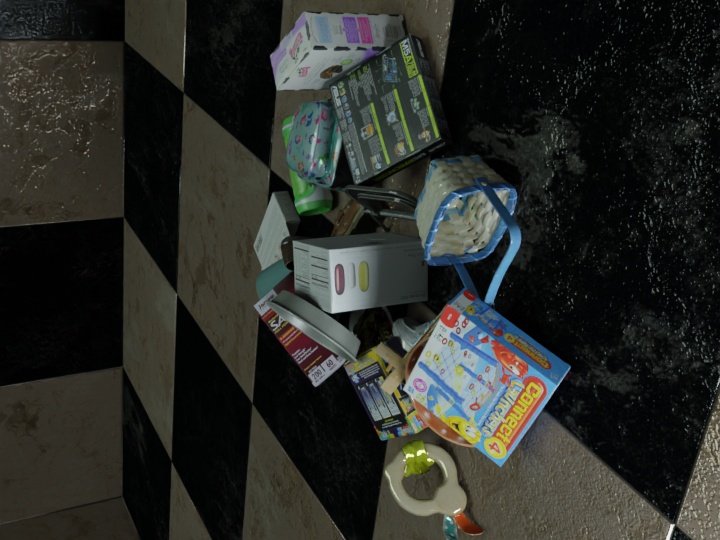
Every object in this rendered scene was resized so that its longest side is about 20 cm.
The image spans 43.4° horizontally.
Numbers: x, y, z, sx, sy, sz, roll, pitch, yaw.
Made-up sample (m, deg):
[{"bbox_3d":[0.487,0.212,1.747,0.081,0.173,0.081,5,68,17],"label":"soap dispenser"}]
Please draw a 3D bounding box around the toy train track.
[{"bbox_3d":[0.101,0.127,1.513,0.114,0.033,0.201,37,114,-1],"label":"toy train track"}]

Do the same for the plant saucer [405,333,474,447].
[{"bbox_3d":[0.165,0.188,1.457,0.198,0.032,0.203,14,117,29],"label":"plant saucer"}]

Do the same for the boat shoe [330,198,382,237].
[{"bbox_3d":[-0.014,-0.089,1.778,0.200,0.071,0.069,-48,50,44],"label":"boat shoe"}]

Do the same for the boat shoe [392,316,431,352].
[{"bbox_3d":[0.125,0.127,1.563,0.200,0.071,0.069,48,121,51],"label":"boat shoe"}]

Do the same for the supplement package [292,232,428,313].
[{"bbox_3d":[0.000,0.000,1.622,0.155,0.198,0.113,16,110,60],"label":"supplement package"}]

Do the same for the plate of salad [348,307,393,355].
[{"bbox_3d":[0.016,0.144,1.787,0.199,0.047,0.203,22,114,60],"label":"plate of salad"}]

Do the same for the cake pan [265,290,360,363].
[{"bbox_3d":[-0.080,0.098,1.631,0.037,0.200,0.200,-56,29,-10],"label":"cake pan"}]

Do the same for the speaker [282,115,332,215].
[{"bbox_3d":[-0.111,-0.222,1.904,0.088,0.087,0.203,-21,78,61],"label":"speaker"}]

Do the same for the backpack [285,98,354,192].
[{"bbox_3d":[-0.060,-0.245,1.744,0.200,0.149,0.180,-153,74,-67],"label":"backpack"}]

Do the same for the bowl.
[{"bbox_3d":[-0.106,0.035,1.870,0.105,0.199,0.202,-50,51,29],"label":"bowl"}]

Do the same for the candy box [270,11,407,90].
[{"bbox_3d":[-0.039,-0.388,1.610,0.167,0.198,0.073,-29,72,59],"label":"candy box"}]

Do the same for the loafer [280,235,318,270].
[{"bbox_3d":[-0.059,-0.016,1.748,0.073,0.197,0.072,88,-174,-52],"label":"loafer"}]

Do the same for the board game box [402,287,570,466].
[{"bbox_3d":[0.185,0.164,1.366,0.195,0.056,0.201,36,131,16],"label":"board game box"}]

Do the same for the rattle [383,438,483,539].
[{"bbox_3d":[0.132,0.407,1.612,0.200,0.130,0.143,41,149,15],"label":"rattle"}]

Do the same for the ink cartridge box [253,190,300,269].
[{"bbox_3d":[-0.187,-0.054,2.123,0.178,0.044,0.201,66,148,30],"label":"ink cartridge box"}]

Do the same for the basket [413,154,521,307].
[{"bbox_3d":[0.168,-0.066,1.355,0.177,0.137,0.202,109,148,-49],"label":"basket"}]

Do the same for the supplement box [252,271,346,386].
[{"bbox_3d":[-0.105,0.112,1.763,0.201,0.109,0.061,51,-170,5],"label":"supplement box"}]

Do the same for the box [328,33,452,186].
[{"bbox_3d":[0.047,-0.272,1.559,0.192,0.047,0.203,-25,72,31],"label":"box"}]

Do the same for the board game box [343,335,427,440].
[{"bbox_3d":[0.052,0.220,1.656,0.167,0.056,0.200,64,159,5],"label":"board game box"}]

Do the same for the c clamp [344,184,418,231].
[{"bbox_3d":[0.059,-0.110,1.592,0.199,0.170,0.027,10,71,50],"label":"c clamp"}]
